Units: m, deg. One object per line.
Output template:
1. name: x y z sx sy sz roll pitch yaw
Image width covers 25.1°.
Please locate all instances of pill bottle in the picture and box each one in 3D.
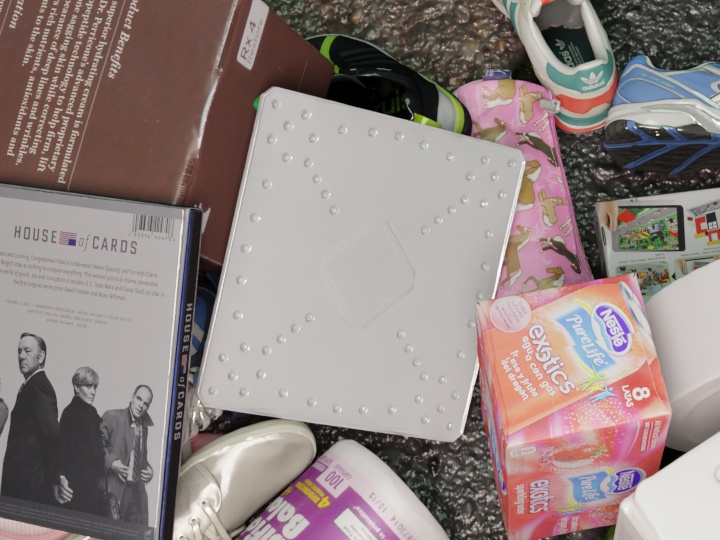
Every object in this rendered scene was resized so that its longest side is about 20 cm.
1. pill bottle: -0.044 0.213 1.028 0.200 0.113 0.112 -43 69 -13

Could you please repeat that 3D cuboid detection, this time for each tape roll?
1. tape roll: 0.274 0.050 1.019 0.200 0.203 0.071 -11 65 1

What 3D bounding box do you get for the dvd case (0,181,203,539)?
1. dvd case: -0.172 0.055 0.966 0.149 0.025 0.202 8 94 22

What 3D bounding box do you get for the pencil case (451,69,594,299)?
1. pencil case: 0.111 -0.039 1.139 0.082 0.087 0.202 4 64 -26

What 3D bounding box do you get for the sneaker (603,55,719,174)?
1. sneaker: 0.274 -0.110 1.148 0.198 0.076 0.078 9 61 0

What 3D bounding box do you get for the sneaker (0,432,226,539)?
1. sneaker: -0.165 0.142 1.076 0.198 0.105 0.076 -9 64 0

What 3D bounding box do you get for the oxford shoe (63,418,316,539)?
1. oxford shoe: -0.110 0.166 1.039 0.199 0.075 0.058 -32 44 -3

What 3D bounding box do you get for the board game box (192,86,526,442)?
1. board game box: 0.000 0.000 1.047 0.198 0.026 0.202 11 94 -29

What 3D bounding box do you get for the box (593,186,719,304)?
1. box: 0.269 -0.005 1.132 0.198 0.035 0.111 -6 66 3

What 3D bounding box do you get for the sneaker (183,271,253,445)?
1. sneaker: -0.096 0.073 1.070 0.145 0.081 0.201 9 28 -6

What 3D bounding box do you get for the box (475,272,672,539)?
1. box: 0.131 0.092 1.014 0.101 0.200 0.096 -11 64 0

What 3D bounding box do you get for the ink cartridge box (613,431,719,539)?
1. ink cartridge box: 0.231 0.160 0.974 0.145 0.200 0.085 -32 67 -8

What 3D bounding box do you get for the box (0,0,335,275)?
1. box: -0.152 -0.102 1.069 0.198 0.164 0.168 15 85 21

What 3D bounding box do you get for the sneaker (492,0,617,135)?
1. sneaker: 0.141 -0.203 1.198 0.070 0.094 0.201 -19 66 -3

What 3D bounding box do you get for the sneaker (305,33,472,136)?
1. sneaker: -0.004 -0.132 1.155 0.199 0.082 0.072 25 94 41
